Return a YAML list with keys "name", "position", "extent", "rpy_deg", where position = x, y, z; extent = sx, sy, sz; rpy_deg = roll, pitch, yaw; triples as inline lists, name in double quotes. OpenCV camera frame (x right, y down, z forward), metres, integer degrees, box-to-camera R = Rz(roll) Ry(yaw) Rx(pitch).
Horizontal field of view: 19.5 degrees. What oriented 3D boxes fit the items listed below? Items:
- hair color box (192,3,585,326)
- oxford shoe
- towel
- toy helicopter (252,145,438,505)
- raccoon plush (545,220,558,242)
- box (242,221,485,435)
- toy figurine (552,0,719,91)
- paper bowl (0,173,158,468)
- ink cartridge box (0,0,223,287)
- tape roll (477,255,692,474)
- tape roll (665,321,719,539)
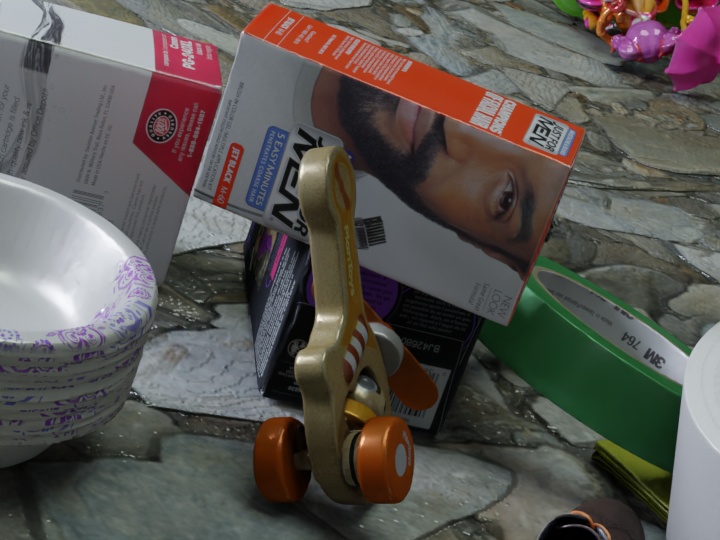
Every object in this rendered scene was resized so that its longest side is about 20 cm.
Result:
- name: "hair color box"
  position: [0.016, -0.061, 1.203]
  extent: [0.199, 0.111, 0.064]
  rpy_deg: [22, 28, 4]
- name: "oxford shoe"
  position: [0.122, 0.160, 1.121]
  extent: [0.071, 0.073, 0.200]
  rpy_deg: [24, 24, 11]
- name: "towel"
  position: [0.227, 0.164, 1.270]
  extent: [0.086, 0.018, 0.200]
  rpy_deg: [7, 25, -39]
- name: "toy helicopter"
  position: [-0.005, 0.030, 1.166]
  extent: [0.079, 0.201, 0.132]
  rpy_deg: [-2, 9, 22]
- name: "raccoon plush"
  position: [0.040, -0.022, 1.482]
  extent: [0.200, 0.097, 0.134]
  rpy_deg: [-35, 68, -27]
- name: "box"
  position: [0.000, 0.000, 1.327]
  extent: [0.122, 0.106, 0.200]
  rpy_deg: [15, 25, -12]
- name: "toy figurine"
  position: [0.300, -0.255, 2.112]
  extent: [0.199, 0.150, 0.184]
  rpy_deg: [-4, 36, -1]
- name: "paper bowl"
  position: [-0.214, 0.029, 1.103]
  extent: [0.200, 0.105, 0.201]
  rpy_deg: [17, 25, -8]
- name: "ink cartridge box"
  position: [-0.202, -0.089, 1.313]
  extent: [0.199, 0.146, 0.083]
  rpy_deg: [14, 25, -13]
- name: "tape roll"
  position: [0.158, 0.058, 1.326]
  extent: [0.200, 0.048, 0.200]
  rpy_deg: [31, 11, -7]
- name: "tape roll"
  position: [0.273, 0.123, 1.164]
  extent: [0.202, 0.140, 0.203]
  rpy_deg: [0, 34, 0]
